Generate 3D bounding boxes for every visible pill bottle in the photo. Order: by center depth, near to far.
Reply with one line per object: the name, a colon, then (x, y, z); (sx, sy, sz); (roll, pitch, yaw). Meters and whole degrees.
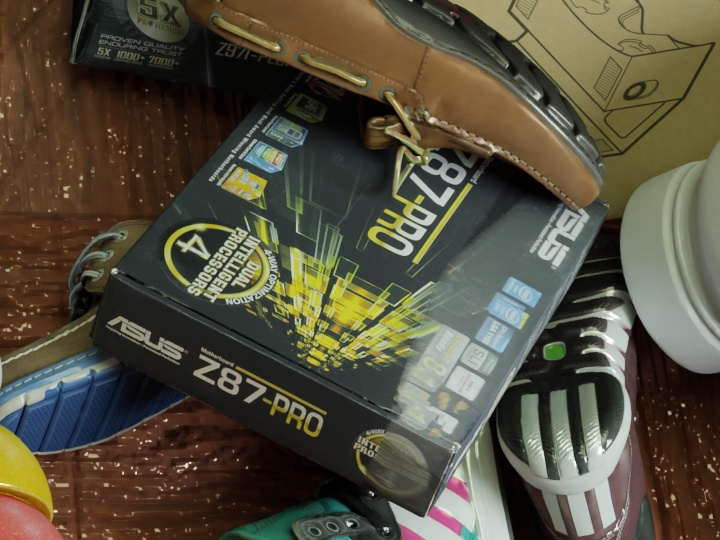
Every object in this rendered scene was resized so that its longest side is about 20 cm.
pill bottle: (0.220, -0.025, 1.142); (0.113, 0.200, 0.113); (22, 58, -41)

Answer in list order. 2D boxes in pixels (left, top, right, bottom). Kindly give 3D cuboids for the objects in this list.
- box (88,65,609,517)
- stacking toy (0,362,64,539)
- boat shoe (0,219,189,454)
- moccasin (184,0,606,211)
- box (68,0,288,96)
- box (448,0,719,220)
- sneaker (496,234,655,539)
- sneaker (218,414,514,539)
box: (0.000, 0.000, 1.125); (0.161, 0.049, 0.200); (29, 40, 7)
stacking toy: (-0.168, 0.107, 1.038); (0.146, 0.146, 0.200); (2, 62, -18)
boat shoe: (-0.093, 0.019, 1.157); (0.200, 0.072, 0.072); (-22, 67, -37)
moccasin: (0.018, -0.080, 1.129); (0.201, 0.078, 0.074); (28, 17, -23)
box: (-0.031, -0.169, 1.248); (0.200, 0.086, 0.164); (10, 55, -14)
box: (0.102, -0.104, 1.183); (0.163, 0.200, 0.021); (-8, 39, 4)
sneaker: (0.098, 0.073, 1.193); (0.076, 0.116, 0.200); (-8, 28, 13)
sneaker: (-0.007, 0.101, 1.135); (0.121, 0.084, 0.200); (0, 62, -26)
